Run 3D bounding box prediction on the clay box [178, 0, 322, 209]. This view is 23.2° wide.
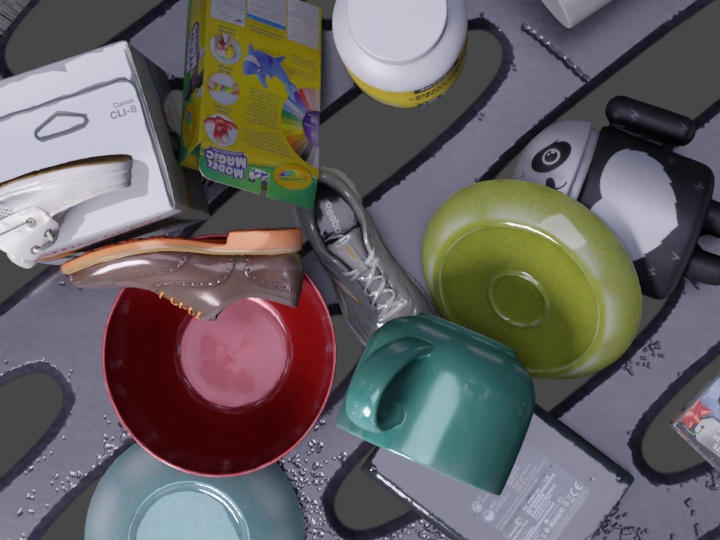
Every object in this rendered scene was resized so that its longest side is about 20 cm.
[{"bbox_3d":[-0.092,-0.146,1.479,0.114,0.048,0.202,16,61,-27],"label":"clay box"}]

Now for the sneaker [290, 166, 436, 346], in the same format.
[{"bbox_3d":[0.000,0.000,1.511,0.075,0.092,0.201,-35,88,1],"label":"sneaker"}]

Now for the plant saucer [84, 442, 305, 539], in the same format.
[{"bbox_3d":[-0.149,0.238,1.542,0.199,0.039,0.203,0,88,3],"label":"plant saucer"}]

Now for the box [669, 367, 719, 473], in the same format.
[{"bbox_3d":[0.385,0.152,1.513,0.200,0.040,0.137,44,90,3],"label":"box"}]

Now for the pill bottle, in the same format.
[{"bbox_3d":[0.034,-0.200,1.459,0.111,0.200,0.113,0,89,4],"label":"pill bottle"}]

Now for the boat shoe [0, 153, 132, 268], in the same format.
[{"bbox_3d":[-0.261,-0.037,1.345,0.198,0.071,0.070,-17,95,9],"label":"boat shoe"}]

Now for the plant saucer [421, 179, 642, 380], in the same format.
[{"bbox_3d":[0.137,0.018,1.471,0.198,0.031,0.202,17,130,20],"label":"plant saucer"}]

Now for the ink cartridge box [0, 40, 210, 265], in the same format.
[{"bbox_3d":[-0.225,-0.093,1.472,0.144,0.200,0.146,-18,88,3],"label":"ink cartridge box"}]

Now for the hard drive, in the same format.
[{"bbox_3d":[0.118,0.177,1.531,0.199,0.033,0.140,37,91,3],"label":"hard drive"}]

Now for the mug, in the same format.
[{"bbox_3d":[0.068,0.102,1.427,0.151,0.185,0.115,23,86,0],"label":"mug"}]

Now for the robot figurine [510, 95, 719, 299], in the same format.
[{"bbox_3d":[0.223,-0.050,1.482,0.198,0.125,0.151,21,54,3],"label":"robot figurine"}]

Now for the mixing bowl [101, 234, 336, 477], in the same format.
[{"bbox_3d":[-0.116,0.071,1.509,0.198,0.108,0.203,0,89,2],"label":"mixing bowl"}]

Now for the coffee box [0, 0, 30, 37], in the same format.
[{"bbox_3d":[-0.306,-0.320,1.540,0.114,0.080,0.200,41,91,3],"label":"coffee box"}]

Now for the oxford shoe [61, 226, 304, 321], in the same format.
[{"bbox_3d":[-0.144,0.007,1.425,0.198,0.071,0.074,-4,93,3],"label":"oxford shoe"}]

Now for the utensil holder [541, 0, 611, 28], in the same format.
[{"bbox_3d":[0.211,-0.326,1.471,0.199,0.170,0.171,-35,87,5],"label":"utensil holder"}]
